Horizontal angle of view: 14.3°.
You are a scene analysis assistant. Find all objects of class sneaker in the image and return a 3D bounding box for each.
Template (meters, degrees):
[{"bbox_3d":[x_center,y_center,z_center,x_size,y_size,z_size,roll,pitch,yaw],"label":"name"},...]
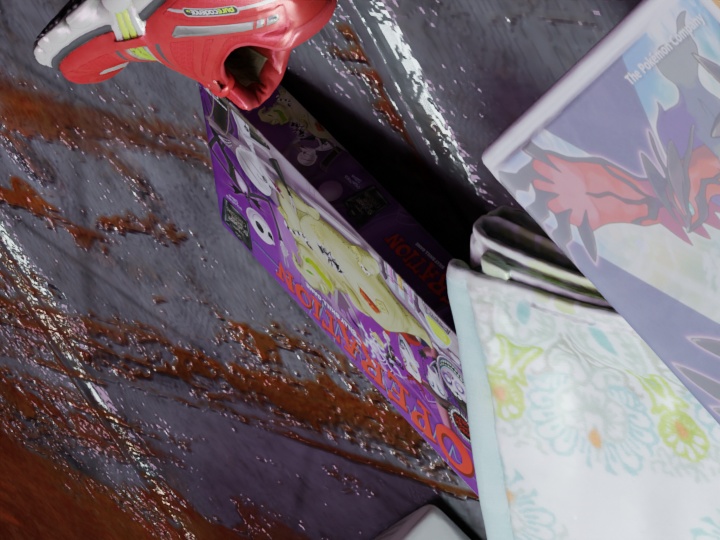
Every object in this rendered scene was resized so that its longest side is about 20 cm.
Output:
[{"bbox_3d":[-0.073,-0.100,1.212,0.085,0.077,0.200,48,157,-12],"label":"sneaker"}]

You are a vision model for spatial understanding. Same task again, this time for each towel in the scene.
[{"bbox_3d":[0.123,0.073,1.129,0.171,0.048,0.200,15,136,30],"label":"towel"}]

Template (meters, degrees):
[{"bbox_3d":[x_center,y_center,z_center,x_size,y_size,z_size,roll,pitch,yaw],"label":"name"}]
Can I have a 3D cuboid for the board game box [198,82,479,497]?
[{"bbox_3d":[0.000,0.000,1.265,0.200,0.032,0.120,46,163,30],"label":"board game box"}]

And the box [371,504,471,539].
[{"bbox_3d":[0.023,0.264,1.511,0.200,0.171,0.199,46,157,1],"label":"box"}]

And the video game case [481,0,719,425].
[{"bbox_3d":[0.138,-0.007,0.927,0.182,0.023,0.200,48,155,1],"label":"video game case"}]
